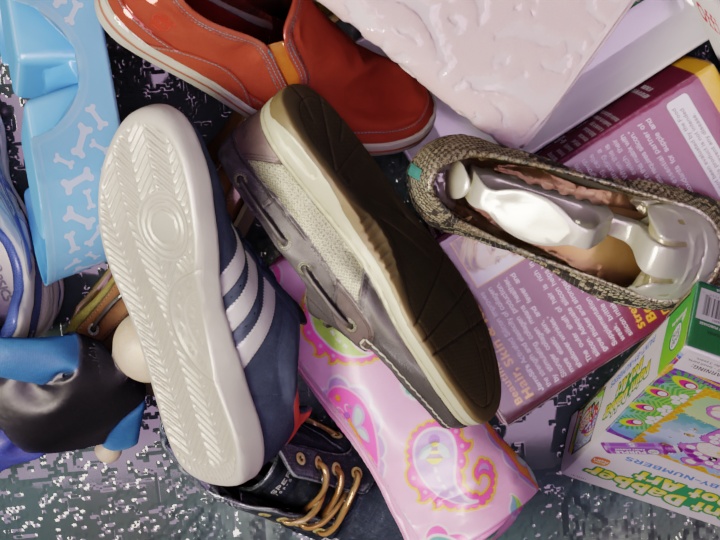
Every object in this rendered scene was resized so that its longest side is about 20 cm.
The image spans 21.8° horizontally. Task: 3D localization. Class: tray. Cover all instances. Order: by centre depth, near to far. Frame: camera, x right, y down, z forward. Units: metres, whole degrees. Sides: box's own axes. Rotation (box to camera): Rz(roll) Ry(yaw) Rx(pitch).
[{"bbox_3d":[0.100,-0.132,1.049,0.199,0.022,0.108,-33,92,4],"label":"tray"}]

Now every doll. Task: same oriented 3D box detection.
[{"bbox_3d":[-0.183,0.073,1.024,0.199,0.049,0.136,-23,141,19],"label":"doll"}]

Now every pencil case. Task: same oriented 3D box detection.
[{"bbox_3d":[0.013,0.067,1.031,0.087,0.087,0.200,-36,84,5],"label":"pencil case"}]

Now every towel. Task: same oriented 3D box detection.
[{"bbox_3d":[0.062,-0.194,0.968,0.200,0.032,0.191,36,92,-16],"label":"towel"}]

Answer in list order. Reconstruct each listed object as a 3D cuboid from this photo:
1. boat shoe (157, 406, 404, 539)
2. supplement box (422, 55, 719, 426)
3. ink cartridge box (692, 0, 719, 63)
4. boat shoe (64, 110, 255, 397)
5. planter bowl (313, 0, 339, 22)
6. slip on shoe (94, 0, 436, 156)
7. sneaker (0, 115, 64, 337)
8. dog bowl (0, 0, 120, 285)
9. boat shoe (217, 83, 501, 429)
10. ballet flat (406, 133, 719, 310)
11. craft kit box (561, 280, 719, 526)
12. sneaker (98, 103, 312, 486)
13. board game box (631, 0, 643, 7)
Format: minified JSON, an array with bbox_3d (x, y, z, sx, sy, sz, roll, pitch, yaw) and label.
[{"bbox_3d":[-0.029,0.124,1.058,0.200,0.091,0.071,29,98,-7],"label":"boat shoe"},{"bbox_3d":[0.131,-0.019,1.041,0.199,0.086,0.111,-32,99,4],"label":"supplement box"},{"bbox_3d":[0.260,-0.077,0.980,0.087,0.145,0.201,-28,117,3],"label":"ink cartridge box"},{"bbox_3d":[-0.099,-0.028,1.039,0.068,0.072,0.201,27,98,-7],"label":"boat shoe"},{"bbox_3d":[-0.065,-0.218,1.002,0.199,0.083,0.202,0,100,-1],"label":"planter bowl"},{"bbox_3d":[-0.040,-0.118,0.981,0.199,0.074,0.061,24,138,-25],"label":"slip on shoe"},{"bbox_3d":[-0.225,-0.048,1.024,0.075,0.088,0.201,-30,98,5],"label":"sneaker"},{"bbox_3d":[-0.160,-0.094,0.995,0.049,0.111,0.201,-9,81,-13],"label":"dog bowl"},{"bbox_3d":[-0.001,0.000,0.972,0.066,0.072,0.201,-29,100,31],"label":"boat shoe"},{"bbox_3d":[0.119,-0.020,0.959,0.199,0.075,0.068,17,98,-4],"label":"ballet flat"},{"bbox_3d":[0.233,0.092,1.017,0.199,0.198,0.049,18,65,-4],"label":"craft kit box"},{"bbox_3d":[-0.073,0.005,0.962,0.075,0.084,0.201,6,114,38],"label":"sneaker"},{"bbox_3d":[0.121,-0.243,1.014,0.134,0.029,0.201,-30,93,1],"label":"board game box"}]
